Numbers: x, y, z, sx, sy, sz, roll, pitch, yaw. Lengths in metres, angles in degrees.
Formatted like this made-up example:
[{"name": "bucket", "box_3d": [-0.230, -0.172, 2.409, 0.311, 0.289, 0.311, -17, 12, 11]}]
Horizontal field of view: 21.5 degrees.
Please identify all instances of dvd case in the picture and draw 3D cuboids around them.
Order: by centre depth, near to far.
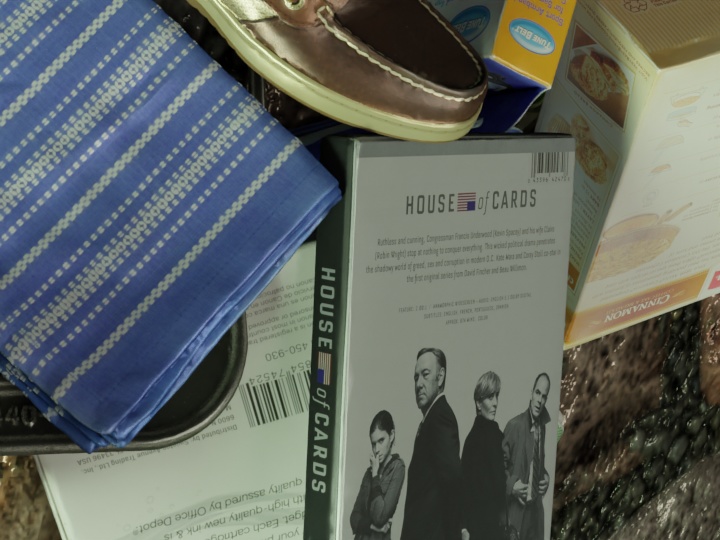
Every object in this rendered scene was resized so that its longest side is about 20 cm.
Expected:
[{"name": "dvd case", "box_3d": [0.035, 0.043, 0.801, 0.149, 0.025, 0.203, -5, 100, -48]}]

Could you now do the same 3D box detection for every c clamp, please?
[{"name": "c clamp", "box_3d": [-0.120, -0.012, 0.725, 0.198, 0.027, 0.173, -6, 80, -19]}]

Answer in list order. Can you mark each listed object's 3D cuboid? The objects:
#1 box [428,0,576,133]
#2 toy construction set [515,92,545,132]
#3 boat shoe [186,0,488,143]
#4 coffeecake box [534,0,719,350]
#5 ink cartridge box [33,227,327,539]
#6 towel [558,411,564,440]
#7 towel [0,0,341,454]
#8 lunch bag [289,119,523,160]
[{"name": "box", "box_3d": [0.062, -0.155, 0.876, 0.041, 0.119, 0.202, 25, 76, -27]}, {"name": "toy construction set", "box_3d": [0.131, -0.103, 1.048, 0.131, 0.092, 0.200, -43, 137, 10]}, {"name": "boat shoe", "box_3d": [-0.025, -0.126, 0.730, 0.072, 0.199, 0.072, -47, -170, 39]}, {"name": "coffeecake box", "box_3d": [0.169, -0.069, 0.983, 0.152, 0.073, 0.201, -18, 143, -26]}, {"name": "ink cartridge box", "box_3d": [-0.062, 0.078, 0.829, 0.145, 0.083, 0.202, -16, 115, -4]}, {"name": "towel", "box_3d": [0.047, 0.175, 1.055, 0.201, 0.030, 0.149, -61, 179, -19]}, {"name": "towel", "box_3d": [-0.118, -0.049, 0.702, 0.145, 0.200, 0.024, -48, -176, -19]}, {"name": "lunch bag", "box_3d": [0.000, 0.000, 0.947, 0.199, 0.082, 0.162, -22, 126, -43]}]
